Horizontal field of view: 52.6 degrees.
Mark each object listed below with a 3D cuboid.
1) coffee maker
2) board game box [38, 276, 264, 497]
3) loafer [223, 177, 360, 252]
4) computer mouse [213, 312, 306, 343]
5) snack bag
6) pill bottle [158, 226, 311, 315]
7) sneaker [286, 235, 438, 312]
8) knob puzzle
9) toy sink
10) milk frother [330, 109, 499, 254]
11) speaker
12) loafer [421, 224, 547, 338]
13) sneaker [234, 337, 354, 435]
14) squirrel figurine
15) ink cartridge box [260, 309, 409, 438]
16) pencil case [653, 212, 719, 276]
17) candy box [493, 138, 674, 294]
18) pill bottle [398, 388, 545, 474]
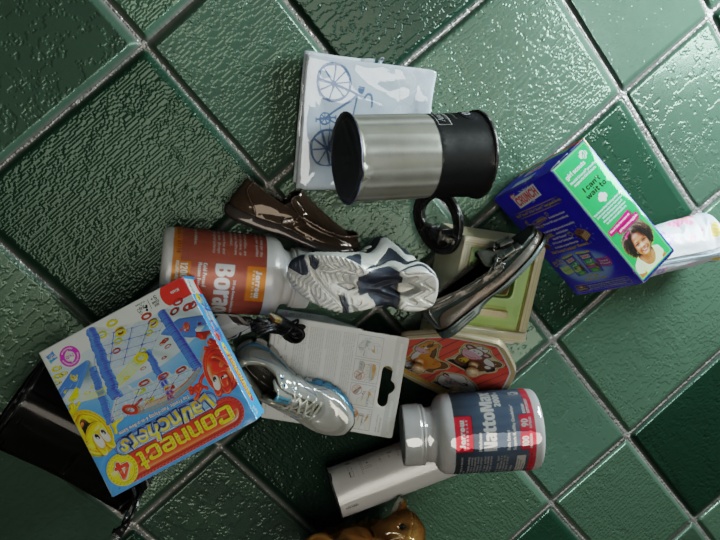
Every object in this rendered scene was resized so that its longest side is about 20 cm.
[{"bbox_3d":[-0.368,0.219,0.962,0.200,0.192,0.135,34,91,-20],"label":"coffee maker"},{"bbox_3d":[-0.253,0.139,0.893,0.200,0.056,0.196,-29,87,-1],"label":"board game box"},{"bbox_3d":[-0.085,-0.075,1.014,0.200,0.073,0.071,19,97,-20],"label":"loafer"},{"bbox_3d":[-0.184,0.083,1.000,0.200,0.110,0.044,-1,81,18],"label":"computer mouse"},{"bbox_3d":[0.009,-0.205,1.031,0.200,0.021,0.189,1,105,-17],"label":"snack bag"},{"bbox_3d":[-0.170,0.003,0.995,0.200,0.112,0.112,4,104,-14],"label":"pill bottle"},{"bbox_3d":[0.000,0.000,0.996,0.199,0.130,0.080,0,106,-5],"label":"sneaker"},{"bbox_3d":[0.139,0.145,1.078,0.220,0.220,0.030,29,54,-19],"label":"knob puzzle"},{"bbox_3d":[0.178,0.043,1.089,0.130,0.112,0.200,8,103,-15],"label":"toy sink"},{"bbox_3d":[0.058,-0.109,0.966,0.188,0.180,0.200,-5,101,-19],"label":"milk frother"},{"bbox_3d":[0.052,0.316,1.149,0.200,0.081,0.081,-18,108,-10],"label":"speaker"},{"bbox_3d":[0.165,0.005,0.988,0.200,0.072,0.063,-45,101,-1],"label":"loafer"},{"bbox_3d":[-0.098,0.177,1.018,0.200,0.087,0.075,33,100,-5],"label":"sneaker"},{"bbox_3d":[0.007,0.425,1.119,0.187,0.200,0.142,-32,90,-7],"label":"squirrel figurine"},{"bbox_3d":[-0.041,0.152,1.076,0.200,0.057,0.163,8,102,-3],"label":"ink cartridge box"},{"bbox_3d":[0.471,-0.031,1.152,0.200,0.091,0.083,-15,107,-10],"label":"pencil case"},{"bbox_3d":[0.311,-0.069,1.036,0.077,0.169,0.200,-44,96,-16],"label":"candy box"},{"bbox_3d":[0.161,0.240,1.079,0.200,0.120,0.120,-3,106,-2],"label":"pill bottle"}]
